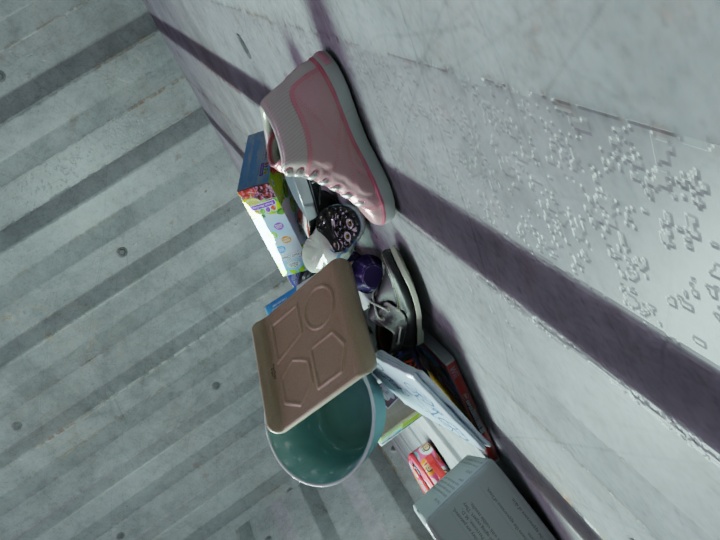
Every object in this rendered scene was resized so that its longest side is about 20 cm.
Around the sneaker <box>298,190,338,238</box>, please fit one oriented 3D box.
[{"bbox_3d":[-0.074,-0.089,1.172,0.108,0.067,0.203,51,172,30],"label":"sneaker"}]

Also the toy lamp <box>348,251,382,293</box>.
[{"bbox_3d":[0.000,0.000,1.082,0.059,0.057,0.200,59,172,-11],"label":"toy lamp"}]

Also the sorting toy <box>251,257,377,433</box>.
[{"bbox_3d":[-0.068,0.108,1.008,0.036,0.198,0.189,26,-142,-45],"label":"sorting toy"}]

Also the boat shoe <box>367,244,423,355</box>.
[{"bbox_3d":[0.042,0.047,0.918,0.202,0.066,0.073,80,169,-53],"label":"boat shoe"}]

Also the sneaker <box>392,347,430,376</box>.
[{"bbox_3d":[0.082,0.161,1.115,0.079,0.075,0.200,53,-178,30],"label":"sneaker"}]

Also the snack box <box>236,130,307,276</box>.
[{"bbox_3d":[-0.144,-0.123,1.265,0.171,0.066,0.202,-90,-17,-46],"label":"snack box"}]

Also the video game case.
[{"bbox_3d":[0.133,0.173,1.033,0.203,0.017,0.143,63,172,-28],"label":"video game case"}]

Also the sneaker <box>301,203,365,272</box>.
[{"bbox_3d":[-0.032,-0.051,1.046,0.073,0.071,0.200,66,155,7],"label":"sneaker"}]

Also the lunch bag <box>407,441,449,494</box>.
[{"bbox_3d":[0.200,0.536,1.784,0.202,0.081,0.177,54,167,20],"label":"lunch bag"}]

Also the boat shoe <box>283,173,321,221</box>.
[{"bbox_3d":[-0.067,-0.146,0.914,0.074,0.067,0.202,57,166,39],"label":"boat shoe"}]

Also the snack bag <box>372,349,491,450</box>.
[{"bbox_3d":[0.073,0.166,0.992,0.189,0.022,0.198,46,165,-30],"label":"snack bag"}]

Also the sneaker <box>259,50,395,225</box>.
[{"bbox_3d":[-0.039,-0.112,0.731,0.075,0.104,0.203,44,165,51],"label":"sneaker"}]

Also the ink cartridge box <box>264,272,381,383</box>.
[{"bbox_3d":[-0.056,0.121,1.194,0.083,0.143,0.204,12,-129,-64],"label":"ink cartridge box"}]

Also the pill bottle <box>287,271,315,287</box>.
[{"bbox_3d":[-0.089,0.016,1.505,0.113,0.110,0.200,61,172,-25],"label":"pill bottle"}]

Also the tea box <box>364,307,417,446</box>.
[{"bbox_3d":[0.036,0.198,1.319,0.202,0.132,0.197,56,173,15],"label":"tea box"}]

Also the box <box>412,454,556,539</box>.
[{"bbox_3d":[0.189,0.392,1.030,0.201,0.130,0.199,51,172,9],"label":"box"}]

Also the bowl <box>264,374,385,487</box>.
[{"bbox_3d":[-0.039,0.213,1.068,0.203,0.201,0.104,54,-159,24],"label":"bowl"}]
